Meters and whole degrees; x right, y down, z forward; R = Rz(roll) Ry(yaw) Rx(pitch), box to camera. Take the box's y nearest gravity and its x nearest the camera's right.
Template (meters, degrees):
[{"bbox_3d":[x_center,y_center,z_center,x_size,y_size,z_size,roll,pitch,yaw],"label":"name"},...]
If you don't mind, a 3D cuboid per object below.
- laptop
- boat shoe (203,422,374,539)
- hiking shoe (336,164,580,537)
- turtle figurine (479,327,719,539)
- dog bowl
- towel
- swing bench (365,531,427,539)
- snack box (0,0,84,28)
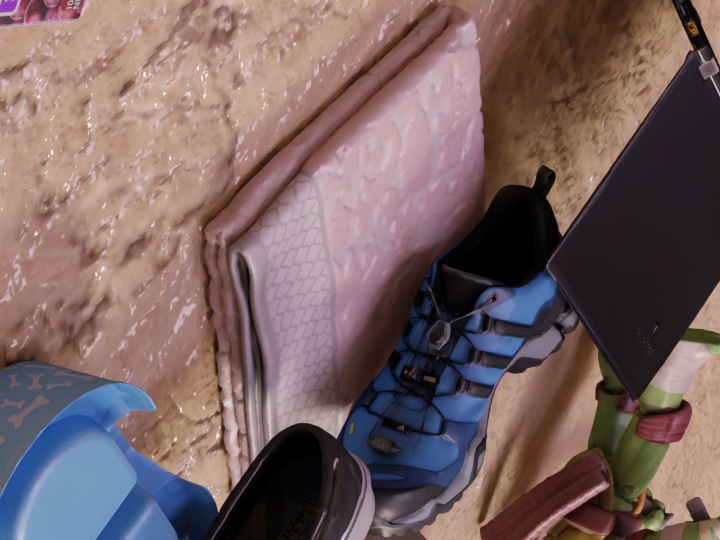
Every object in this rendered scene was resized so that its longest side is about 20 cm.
[{"bbox_3d":[0.138,-0.071,1.547,0.115,0.201,0.187,-24,151,8],"label":"laptop"},{"bbox_3d":[-0.061,0.157,1.331,0.201,0.068,0.057,-61,151,-19],"label":"boat shoe"},{"bbox_3d":[0.037,0.039,1.441,0.200,0.074,0.087,-54,147,-37],"label":"hiking shoe"},{"bbox_3d":[0.181,0.126,1.719,0.144,0.199,0.195,-21,124,-72],"label":"turtle figurine"},{"bbox_3d":[-0.127,0.111,1.295,0.112,0.049,0.200,-54,151,-18],"label":"dog bowl"},{"bbox_3d":[0.000,0.000,1.439,0.191,0.032,0.201,-44,147,-33],"label":"towel"},{"bbox_3d":[0.057,0.230,1.551,0.130,0.198,0.201,-33,141,-44],"label":"swing bench"},{"bbox_3d":[-0.157,-0.152,1.018,0.200,0.053,0.143,-12,122,-56],"label":"snack box"}]
